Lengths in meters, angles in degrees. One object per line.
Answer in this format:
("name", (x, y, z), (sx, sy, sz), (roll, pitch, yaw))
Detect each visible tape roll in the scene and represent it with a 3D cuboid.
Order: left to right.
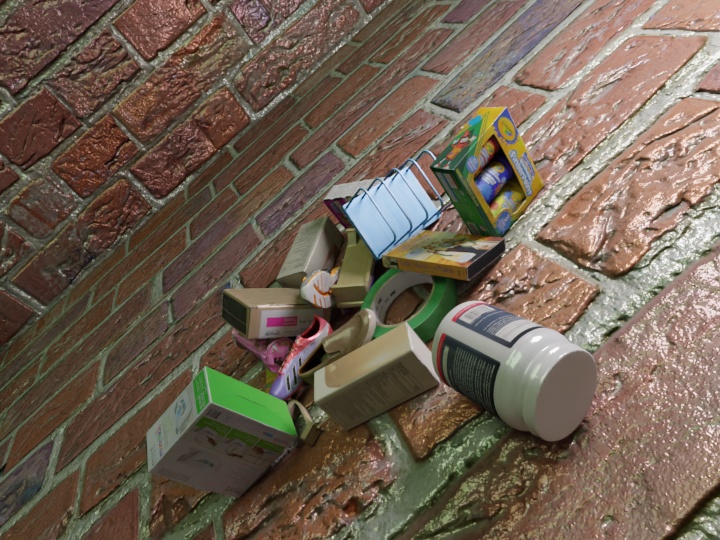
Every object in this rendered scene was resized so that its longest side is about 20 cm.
("tape roll", (0.092, 0.065, 1.028), (0.199, 0.048, 0.202), (-28, 34, 21))

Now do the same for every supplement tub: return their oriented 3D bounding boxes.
("supplement tub", (0.208, 0.134, 0.732), (0.141, 0.141, 0.199), (-48, 32, -11))

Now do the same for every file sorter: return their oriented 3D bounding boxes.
("file sorter", (0.087, -0.145, 1.109), (0.199, 0.140, 0.123), (-34, -4, -25))

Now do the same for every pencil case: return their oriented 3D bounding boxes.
("pencil case", (-0.218, 0.165, 1.178), (0.087, 0.083, 0.199), (-47, 34, -20))

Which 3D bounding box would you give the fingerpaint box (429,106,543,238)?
("fingerpaint box", (0.251, -0.182, 1.010), (0.167, 0.200, 0.073), (-48, 34, -13))

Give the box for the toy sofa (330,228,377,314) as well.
("toy sofa", (0.000, 0.000, 1.183), (0.082, 0.098, 0.202), (-4, 43, 18))

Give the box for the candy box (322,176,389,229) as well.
("candy box", (0.019, -0.153, 1.285), (0.198, 0.137, 0.061), (3, 52, 47))

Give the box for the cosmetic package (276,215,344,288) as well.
("cosmetic package", (-0.126, -0.033, 1.342), (0.102, 0.087, 0.202), (-14, 40, 35))

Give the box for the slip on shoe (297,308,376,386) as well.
("slip on shoe", (-0.047, 0.149, 1.012), (0.200, 0.060, 0.077), (-47, 36, 23))

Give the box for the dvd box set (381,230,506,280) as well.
("dvd box set", (0.160, -0.035, 1.013), (0.198, 0.030, 0.146), (10, 30, 43))

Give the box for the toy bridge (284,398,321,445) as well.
("toy bridge", (-0.142, 0.290, 1.028), (0.198, 0.027, 0.068), (-1, 49, 46))

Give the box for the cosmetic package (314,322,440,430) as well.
("cosmetic package", (0.026, 0.186, 0.902), (0.198, 0.105, 0.072), (-30, 33, 15))

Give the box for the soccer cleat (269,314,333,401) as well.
("soccer cleat", (-0.130, 0.182, 1.079), (0.066, 0.077, 0.200), (6, 46, 49))

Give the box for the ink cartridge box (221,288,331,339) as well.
("ink cartridge box", (-0.190, 0.092, 1.162), (0.164, 0.198, 0.076), (20, 106, 54))

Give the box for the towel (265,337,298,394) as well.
("towel", (-0.173, 0.211, 1.169), (0.085, 0.018, 0.201), (-28, 33, 11))

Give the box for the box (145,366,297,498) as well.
("box", (-0.248, 0.299, 0.938), (0.177, 0.199, 0.097), (-47, 38, 10))

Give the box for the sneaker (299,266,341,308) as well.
("sneaker", (-0.095, 0.037, 1.133), (0.076, 0.080, 0.200), (-1, 6, 15))
